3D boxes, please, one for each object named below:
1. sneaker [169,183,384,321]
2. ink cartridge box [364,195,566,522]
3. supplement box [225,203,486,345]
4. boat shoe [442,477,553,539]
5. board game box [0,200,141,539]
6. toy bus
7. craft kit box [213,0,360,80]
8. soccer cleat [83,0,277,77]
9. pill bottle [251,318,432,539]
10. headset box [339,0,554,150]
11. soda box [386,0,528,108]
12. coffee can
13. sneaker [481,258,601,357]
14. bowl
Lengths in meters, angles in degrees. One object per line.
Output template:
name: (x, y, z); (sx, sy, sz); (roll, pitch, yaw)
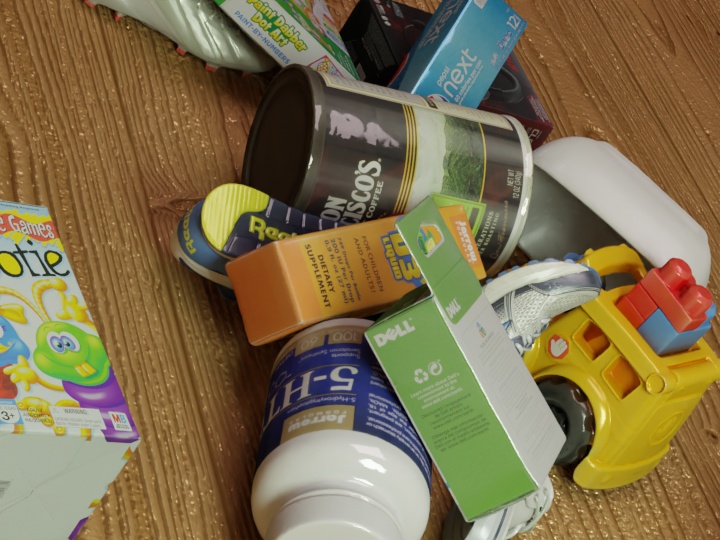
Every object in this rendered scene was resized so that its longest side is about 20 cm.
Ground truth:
sneaker: (-0.058, -0.004, 1.396); (0.200, 0.082, 0.074); (29, 56, -31)
ink cartridge box: (0.061, 0.058, 1.229); (0.200, 0.059, 0.104); (61, 21, -4)
supplement box: (0.000, 0.000, 1.343); (0.200, 0.069, 0.067); (-14, 82, -45)
boat shoe: (0.114, 0.160, 1.351); (0.067, 0.074, 0.200); (32, 31, -5)
board game box: (-0.230, 0.058, 1.125); (0.103, 0.105, 0.200); (7, 42, -39)
toy bus: (0.200, 0.047, 1.475); (0.136, 0.192, 0.200); (-8, 53, -47)
craft kit box: (-0.093, -0.259, 1.664); (0.197, 0.049, 0.200); (38, 16, -31)
soccer cleat: (-0.155, -0.240, 1.631); (0.200, 0.078, 0.069); (24, 33, -19)
pill bottle: (-0.011, 0.135, 1.219); (0.120, 0.120, 0.200); (27, 31, -14)
headset box: (0.088, -0.179, 1.787); (0.200, 0.077, 0.149); (13, 38, -30)
soda box: (0.068, -0.164, 1.643); (0.064, 0.068, 0.200); (40, 67, -20)
coffee can: (0.021, -0.078, 1.492); (0.200, 0.147, 0.147); (10, 38, -24)
sneaker: (0.101, 0.061, 1.406); (0.077, 0.200, 0.085); (62, 4, -69)
bowl: (0.226, -0.027, 1.602); (0.075, 0.200, 0.200); (-42, 75, -16)
